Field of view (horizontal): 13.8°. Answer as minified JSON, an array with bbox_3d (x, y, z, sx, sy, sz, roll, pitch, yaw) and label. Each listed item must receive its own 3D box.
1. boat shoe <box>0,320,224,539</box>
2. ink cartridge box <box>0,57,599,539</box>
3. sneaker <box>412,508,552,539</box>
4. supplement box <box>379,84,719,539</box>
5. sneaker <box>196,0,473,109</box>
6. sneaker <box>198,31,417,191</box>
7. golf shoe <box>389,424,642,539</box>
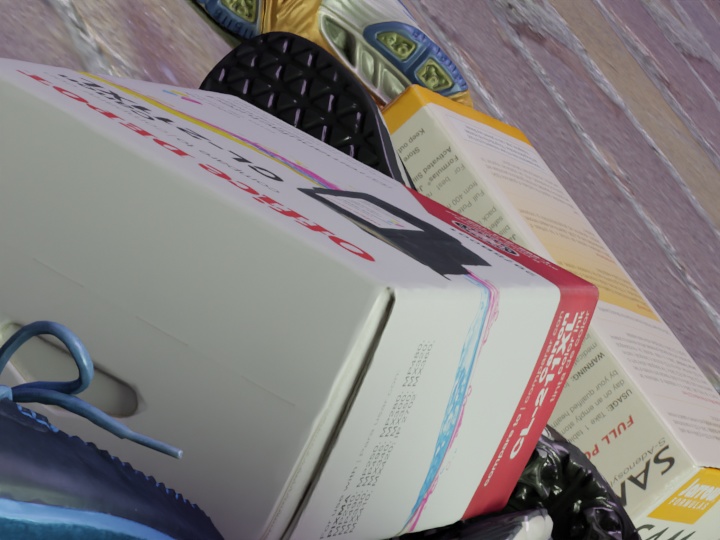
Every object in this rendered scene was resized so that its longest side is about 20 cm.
[{"bbox_3d":[-0.097,0.039,0.670,0.200,0.084,0.069,34,32,-52],"label":"boat shoe"},{"bbox_3d":[-0.033,0.009,0.845,0.146,0.083,0.200,28,8,17],"label":"ink cartridge box"},{"bbox_3d":[0.024,0.128,0.872,0.200,0.077,0.080,-60,128,-70],"label":"sneaker"},{"bbox_3d":[0.074,0.029,1.221,0.200,0.074,0.126,55,15,21],"label":"supplement box"},{"bbox_3d":[-0.031,-0.128,1.351,0.200,0.075,0.088,53,2,-13],"label":"sneaker"},{"bbox_3d":[0.000,0.000,1.140,0.200,0.072,0.083,57,-8,24],"label":"sneaker"},{"bbox_3d":[0.030,0.057,1.016,0.200,0.078,0.095,47,13,-14],"label":"golf shoe"}]
